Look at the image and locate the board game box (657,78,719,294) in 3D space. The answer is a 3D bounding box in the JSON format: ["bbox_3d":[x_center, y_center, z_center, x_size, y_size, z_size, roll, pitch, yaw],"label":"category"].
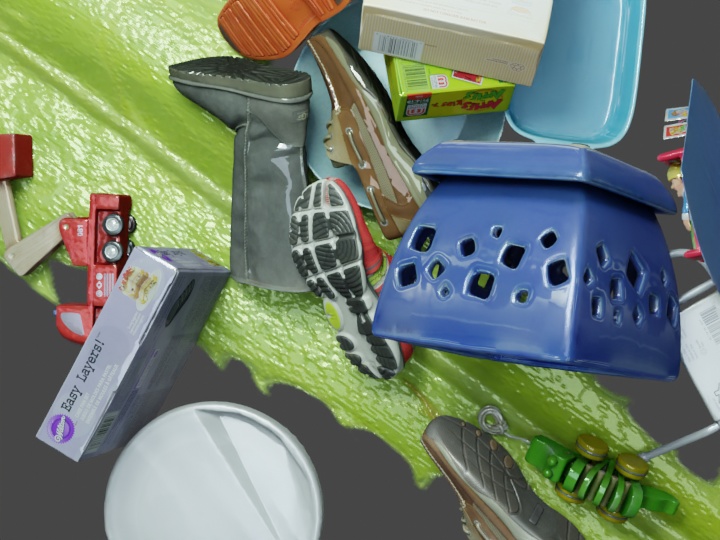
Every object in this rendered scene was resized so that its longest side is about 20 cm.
[{"bbox_3d":[0.286,-0.060,1.376,0.039,0.200,0.158,-12,126,26],"label":"board game box"}]

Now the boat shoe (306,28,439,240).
[{"bbox_3d":[0.002,-0.117,1.432,0.074,0.076,0.200,-31,87,12],"label":"boat shoe"}]

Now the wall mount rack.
[{"bbox_3d":[0.292,0.086,1.437,0.174,0.075,0.200,-29,87,5],"label":"wall mount rack"}]

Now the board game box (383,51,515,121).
[{"bbox_3d":[0.066,-0.234,1.421,0.101,0.048,0.200,-6,67,-8],"label":"board game box"}]

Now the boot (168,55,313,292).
[{"bbox_3d":[-0.107,-0.090,1.490,0.182,0.073,0.200,21,123,42],"label":"boot"}]

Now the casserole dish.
[{"bbox_3d":[0.189,-0.198,1.443,0.121,0.039,0.200,7,87,-5],"label":"casserole dish"}]

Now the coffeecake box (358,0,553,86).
[{"bbox_3d":[0.093,-0.274,1.374,0.153,0.073,0.200,12,66,1],"label":"coffeecake box"}]

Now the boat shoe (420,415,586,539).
[{"bbox_3d":[0.121,0.220,1.461,0.200,0.076,0.072,48,122,4],"label":"boat shoe"}]

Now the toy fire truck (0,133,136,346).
[{"bbox_3d":[-0.287,-0.028,1.527,0.141,0.049,0.200,3,93,9],"label":"toy fire truck"}]

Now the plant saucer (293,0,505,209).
[{"bbox_3d":[0.035,-0.153,1.481,0.201,0.039,0.201,0,91,9],"label":"plant saucer"}]

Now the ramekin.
[{"bbox_3d":[-0.127,0.216,1.489,0.202,0.094,0.203,0,92,9],"label":"ramekin"}]

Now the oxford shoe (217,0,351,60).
[{"bbox_3d":[-0.054,-0.246,1.451,0.200,0.073,0.071,-16,116,48],"label":"oxford shoe"}]

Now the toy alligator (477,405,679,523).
[{"bbox_3d":[0.191,0.180,1.455,0.200,0.054,0.059,24,110,10],"label":"toy alligator"}]

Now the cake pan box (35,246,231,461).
[{"bbox_3d":[-0.200,0.075,1.451,0.052,0.184,0.200,29,96,11],"label":"cake pan box"}]

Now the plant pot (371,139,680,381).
[{"bbox_3d":[0.152,-0.010,1.368,0.200,0.200,0.180,4,85,37],"label":"plant pot"}]

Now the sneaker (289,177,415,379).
[{"bbox_3d":[0.000,0.000,1.455,0.077,0.085,0.200,-1,119,36],"label":"sneaker"}]
